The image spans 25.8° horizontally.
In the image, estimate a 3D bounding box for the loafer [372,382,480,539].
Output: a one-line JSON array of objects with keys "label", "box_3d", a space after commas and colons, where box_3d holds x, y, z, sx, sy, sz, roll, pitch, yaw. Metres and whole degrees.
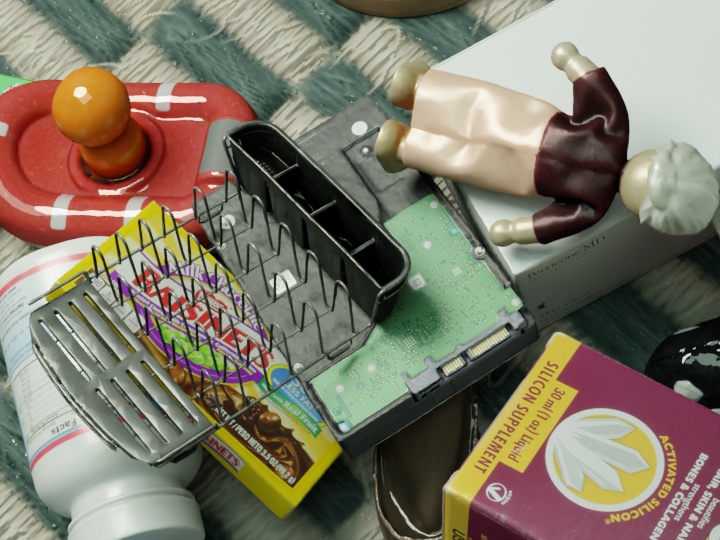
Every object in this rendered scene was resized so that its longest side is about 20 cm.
[{"label": "loafer", "box_3d": [0.038, 0.082, 0.980, 0.073, 0.071, 0.200, -4, 68, 11]}]

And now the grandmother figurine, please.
[{"label": "grandmother figurine", "box_3d": [0.111, -0.070, 0.903, 0.200, 0.061, 0.121, 21, 111, 24]}]

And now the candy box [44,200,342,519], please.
[{"label": "candy box", "box_3d": [-0.091, 0.053, 0.981, 0.200, 0.026, 0.102, 43, 44, 1]}]

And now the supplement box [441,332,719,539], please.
[{"label": "supplement box", "box_3d": [0.162, 0.148, 0.892, 0.200, 0.103, 0.131, 27, 58, 21]}]

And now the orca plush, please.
[{"label": "orca plush", "box_3d": [0.271, 0.056, 0.937, 0.200, 0.071, 0.105, 13, 72, 17]}]

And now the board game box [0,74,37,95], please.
[{"label": "board game box", "box_3d": [-0.322, -0.056, 1.141, 0.134, 0.029, 0.200, 13, 72, 16]}]

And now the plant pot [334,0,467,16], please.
[{"label": "plant pot", "box_3d": [0.030, -0.290, 1.119, 0.200, 0.093, 0.201, -4, 69, 12]}]

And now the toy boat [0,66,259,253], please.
[{"label": "toy boat", "box_3d": [-0.171, -0.087, 1.056, 0.200, 0.131, 0.131, 2, 60, 13]}]

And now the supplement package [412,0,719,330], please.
[{"label": "supplement package", "box_3d": [0.155, -0.085, 0.999, 0.200, 0.111, 0.156, -28, 65, 1]}]

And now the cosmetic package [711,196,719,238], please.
[{"label": "cosmetic package", "box_3d": [0.313, -0.030, 0.801, 0.165, 0.200, 0.165, -7, 58, -19]}]

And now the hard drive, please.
[{"label": "hard drive", "box_3d": [0.000, 0.000, 0.969, 0.140, 0.038, 0.200, -33, 59, -4]}]

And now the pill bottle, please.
[{"label": "pill bottle", "box_3d": [-0.163, 0.088, 1.004, 0.109, 0.109, 0.200, -21, 66, 4]}]

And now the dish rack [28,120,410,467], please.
[{"label": "dish rack", "box_3d": [-0.088, 0.015, 0.911, 0.200, 0.055, 0.153, -33, 59, -22]}]
